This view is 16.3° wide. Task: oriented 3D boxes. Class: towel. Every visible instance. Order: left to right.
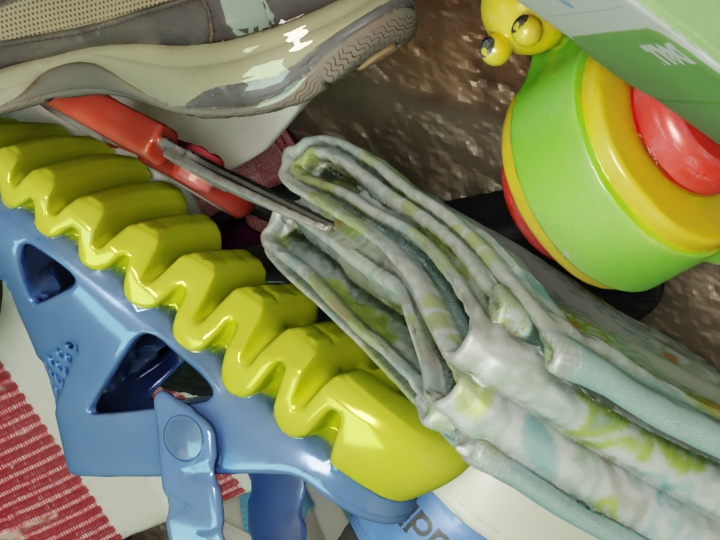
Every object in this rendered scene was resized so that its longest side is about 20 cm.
[{"bbox_3d":[-0.090,0.028,0.872,0.199,0.023,0.144,-22,117,16],"label":"towel"},{"bbox_3d":[0.076,0.039,0.682,0.200,0.048,0.171,31,-173,-27],"label":"towel"}]

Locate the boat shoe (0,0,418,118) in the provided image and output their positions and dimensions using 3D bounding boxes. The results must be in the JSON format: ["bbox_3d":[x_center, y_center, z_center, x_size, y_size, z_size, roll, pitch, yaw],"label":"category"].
[{"bbox_3d":[-0.070,-0.085,0.656,0.199,0.074,0.074,2,117,39],"label":"boat shoe"}]

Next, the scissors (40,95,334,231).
[{"bbox_3d":[-0.051,-0.030,0.653,0.073,0.014,0.200,32,179,-10],"label":"scissors"}]

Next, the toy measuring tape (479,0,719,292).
[{"bbox_3d":[0.098,-0.002,0.703,0.200,0.074,0.073,49,145,-13],"label":"toy measuring tape"}]

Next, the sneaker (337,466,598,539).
[{"bbox_3d":[0.065,0.119,0.790,0.199,0.111,0.077,28,-161,-37],"label":"sneaker"}]

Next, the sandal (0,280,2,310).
[{"bbox_3d":[-0.164,-0.044,0.795,0.079,0.057,0.202,-13,114,-2],"label":"sandal"}]

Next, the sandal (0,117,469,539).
[{"bbox_3d":[-0.065,0.024,0.723,0.200,0.079,0.087,38,107,23],"label":"sandal"}]

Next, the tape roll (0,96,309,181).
[{"bbox_3d":[-0.081,-0.125,0.735,0.202,0.071,0.203,25,144,20],"label":"tape roll"}]

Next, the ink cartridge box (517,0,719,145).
[{"bbox_3d":[0.057,-0.093,0.603,0.200,0.059,0.104,35,179,-9],"label":"ink cartridge box"}]

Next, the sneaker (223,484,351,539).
[{"bbox_3d":[-0.039,0.118,0.913,0.200,0.080,0.077,50,156,47],"label":"sneaker"}]

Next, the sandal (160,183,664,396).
[{"bbox_3d":[0.001,0.001,0.801,0.199,0.048,0.075,-8,140,19],"label":"sandal"}]

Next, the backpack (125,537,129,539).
[{"bbox_3d":[-0.191,0.189,1.079,0.134,0.200,0.183,35,145,6],"label":"backpack"}]
